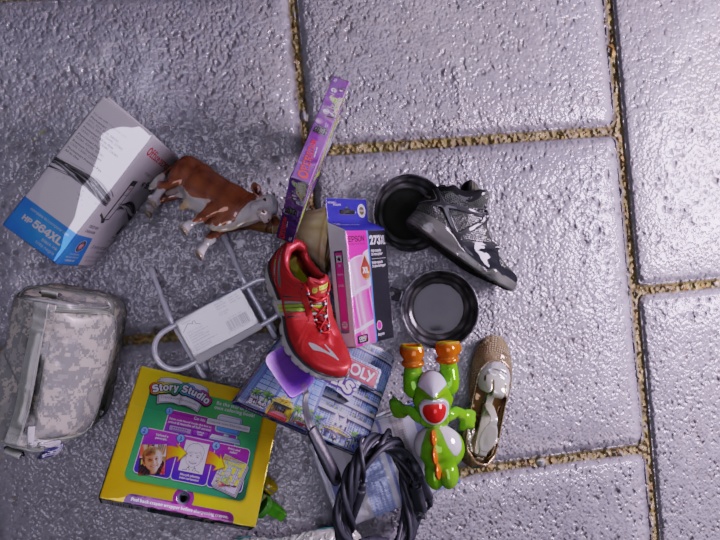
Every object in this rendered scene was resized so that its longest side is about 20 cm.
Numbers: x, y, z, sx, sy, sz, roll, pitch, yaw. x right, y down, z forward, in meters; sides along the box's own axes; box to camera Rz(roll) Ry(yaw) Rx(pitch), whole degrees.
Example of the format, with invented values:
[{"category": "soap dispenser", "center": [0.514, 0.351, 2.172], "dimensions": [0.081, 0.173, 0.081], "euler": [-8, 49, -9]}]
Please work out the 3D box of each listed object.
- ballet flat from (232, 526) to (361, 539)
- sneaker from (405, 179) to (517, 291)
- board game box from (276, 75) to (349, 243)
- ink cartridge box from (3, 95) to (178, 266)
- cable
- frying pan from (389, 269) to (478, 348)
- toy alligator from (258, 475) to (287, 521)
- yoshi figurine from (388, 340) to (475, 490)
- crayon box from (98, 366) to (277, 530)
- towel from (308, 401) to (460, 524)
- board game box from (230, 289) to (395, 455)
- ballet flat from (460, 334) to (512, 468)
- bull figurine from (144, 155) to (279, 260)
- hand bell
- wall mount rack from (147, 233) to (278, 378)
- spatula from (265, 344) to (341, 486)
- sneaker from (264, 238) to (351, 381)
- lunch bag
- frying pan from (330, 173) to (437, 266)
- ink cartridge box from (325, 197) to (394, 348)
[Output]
[{"category": "ballet flat", "center": [-0.095, 0.416, 0.884], "dimensions": [0.198, 0.072, 0.072], "euler": [-4, 90, -4]}, {"category": "sneaker", "center": [0.171, -0.056, 0.899], "dimensions": [0.199, 0.076, 0.115], "euler": [36, 87, -15]}, {"category": "board game box", "center": [-0.062, -0.148, 0.816], "dimensions": [0.032, 0.120, 0.201], "euler": [22, 52, -7]}, {"category": "ink cartridge box", "center": [-0.345, -0.110, 0.818], "dimensions": [0.084, 0.146, 0.200], "euler": [37, 87, -3]}, {"category": "cable", "center": [0.023, 0.315, 0.854], "dimensions": [0.163, 0.051, 0.201], "euler": [-37, 119, -29]}, {"category": "frying pan", "center": [0.079, 0.059, 0.914], "dimensions": [0.188, 0.031, 0.116], "euler": [-4, 91, 1]}, {"category": "toy alligator", "center": [-0.182, 0.295, 0.882], "dimensions": [0.200, 0.054, 0.059], "euler": [44, 86, -4]}, {"category": "yoshi figurine", "center": [0.107, 0.202, 0.882], "dimensions": [0.111, 0.112, 0.202], "euler": [0, 84, -38]}, {"category": "crayon box", "center": [-0.222, 0.238, 0.834], "dimensions": [0.199, 0.058, 0.174], "euler": [16, 60, -12]}, {"category": "towel", "center": [0.037, 0.285, 0.922], "dimensions": [0.199, 0.024, 0.148], "euler": [-19, 93, -6]}, {"category": "board game box", "center": [-0.047, 0.129, 0.869], "dimensions": [0.199, 0.062, 0.201], "euler": [26, 69, -13]}, {"category": "ballet flat", "center": [0.193, 0.197, 0.917], "dimensions": [0.070, 0.065, 0.202], "euler": [9, 89, -9]}, {"category": "bull figurine", "center": [-0.203, -0.088, 0.836], "dimensions": [0.199, 0.065, 0.121], "euler": [32, 59, 30]}, {"category": "hand bell", "center": [-0.134, -0.066, 0.882], "dimensions": [0.199, 0.104, 0.105], "euler": [11, 89, 6]}, {"category": "wall mount rack", "center": [-0.209, 0.047, 0.873], "dimensions": [0.199, 0.075, 0.175], "euler": [-28, 97, -5]}, {"category": "spatula", "center": [-0.064, 0.189, 0.797], "dimensions": [0.056, 0.020, 0.201], "euler": [-34, 108, -48]}, {"category": "sneaker", "center": [-0.065, 0.046, 0.791], "dimensions": [0.077, 0.085, 0.201], "euler": [-8, 59, -40]}, {"category": "lunch bag", "center": [-0.397, 0.121, 0.802], "dimensions": [0.138, 0.168, 0.202], "euler": [11, 89, -6]}, {"category": "frying pan", "center": [0.051, -0.054, 0.913], "dimensions": [0.115, 0.031, 0.191], "euler": [35, 84, -10]}, {"category": "ink cartridge box", "center": [0.000, 0.000, 0.845], "dimensions": [0.037, 0.094, 0.202], "euler": [-7, 90, 36]}]
